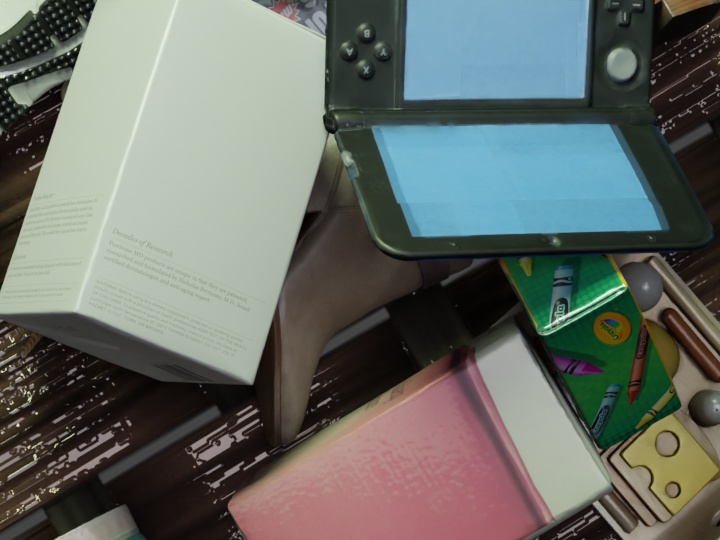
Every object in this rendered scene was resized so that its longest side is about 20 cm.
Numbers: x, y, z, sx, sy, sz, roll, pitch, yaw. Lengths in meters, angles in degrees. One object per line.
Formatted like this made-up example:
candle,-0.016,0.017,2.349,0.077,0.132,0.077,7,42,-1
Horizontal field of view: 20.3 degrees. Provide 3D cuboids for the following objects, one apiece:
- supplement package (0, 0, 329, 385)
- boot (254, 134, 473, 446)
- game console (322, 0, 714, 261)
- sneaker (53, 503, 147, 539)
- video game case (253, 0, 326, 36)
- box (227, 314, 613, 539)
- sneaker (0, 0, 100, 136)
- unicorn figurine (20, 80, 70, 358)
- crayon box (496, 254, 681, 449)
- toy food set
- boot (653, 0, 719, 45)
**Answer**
supplement package,-0.105,-0.049,1.142,0.119,0.121,0.202,23,77,-29
boot,0.000,0.000,1.253,0.145,0.070,0.202,-7,98,-20
game console,0.089,-0.102,1.099,0.198,0.118,0.173,-2,102,-18
sneaker,-0.207,0.221,1.196,0.199,0.071,0.080,-30,85,-11
video game case,-0.038,-0.201,1.287,0.143,0.017,0.200,-41,91,-9
box,0.036,0.125,1.189,0.199,0.128,0.110,-32,90,4
sneaker,-0.219,-0.133,1.237,0.198,0.080,0.074,-24,120,4
unicorn figurine,-0.146,-0.037,1.236,0.136,0.074,0.202,-6,69,-8
crayon box,0.112,-0.009,1.185,0.058,0.119,0.201,-28,46,4
toy food set,0.183,0.077,1.269,0.143,0.060,0.200,-41,91,-10
boot,0.111,-0.223,1.247,0.185,0.064,0.201,-15,71,-37
